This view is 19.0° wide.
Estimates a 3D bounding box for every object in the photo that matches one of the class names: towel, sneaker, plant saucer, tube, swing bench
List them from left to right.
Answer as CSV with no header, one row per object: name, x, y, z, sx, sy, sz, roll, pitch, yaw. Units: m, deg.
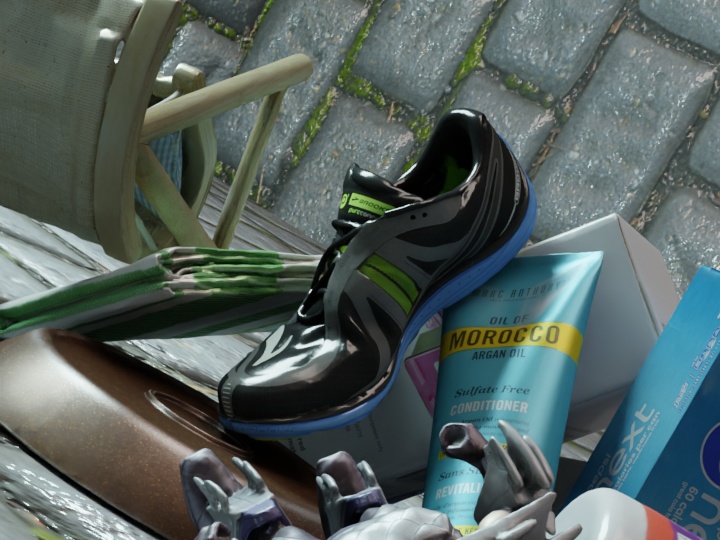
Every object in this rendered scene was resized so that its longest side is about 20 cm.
swing bench,-0.159,-0.087,1.046,0.198,0.131,0.200,22,4,19
plant saucer,-0.076,0.077,0.913,0.199,0.035,0.200,30,2,-1
towel,-0.063,0.012,1.048,0.199,0.024,0.152,-2,-10,-43
sneaker,0.000,0.000,0.957,0.070,0.200,0.083,13,-42,45
tube,0.060,0.072,0.940,0.077,0.201,0.051,-1,-40,15

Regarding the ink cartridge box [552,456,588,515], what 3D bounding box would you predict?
ink cartridge box,0.175,0.175,1.085,0.199,0.083,0.146,30,-8,-13

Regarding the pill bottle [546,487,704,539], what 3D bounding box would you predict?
pill bottle,0.138,0.168,0.723,0.199,0.112,0.111,31,3,-4

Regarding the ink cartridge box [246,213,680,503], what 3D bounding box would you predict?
ink cartridge box,0.064,0.051,1.076,0.144,0.199,0.085,23,49,-73

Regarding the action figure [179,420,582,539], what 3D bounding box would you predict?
action figure,-0.004,0.094,0.718,0.129,0.070,0.200,-14,3,-15

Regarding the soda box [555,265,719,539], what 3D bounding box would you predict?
soda box,0.137,0.103,0.953,0.064,0.201,0.068,29,3,-15
